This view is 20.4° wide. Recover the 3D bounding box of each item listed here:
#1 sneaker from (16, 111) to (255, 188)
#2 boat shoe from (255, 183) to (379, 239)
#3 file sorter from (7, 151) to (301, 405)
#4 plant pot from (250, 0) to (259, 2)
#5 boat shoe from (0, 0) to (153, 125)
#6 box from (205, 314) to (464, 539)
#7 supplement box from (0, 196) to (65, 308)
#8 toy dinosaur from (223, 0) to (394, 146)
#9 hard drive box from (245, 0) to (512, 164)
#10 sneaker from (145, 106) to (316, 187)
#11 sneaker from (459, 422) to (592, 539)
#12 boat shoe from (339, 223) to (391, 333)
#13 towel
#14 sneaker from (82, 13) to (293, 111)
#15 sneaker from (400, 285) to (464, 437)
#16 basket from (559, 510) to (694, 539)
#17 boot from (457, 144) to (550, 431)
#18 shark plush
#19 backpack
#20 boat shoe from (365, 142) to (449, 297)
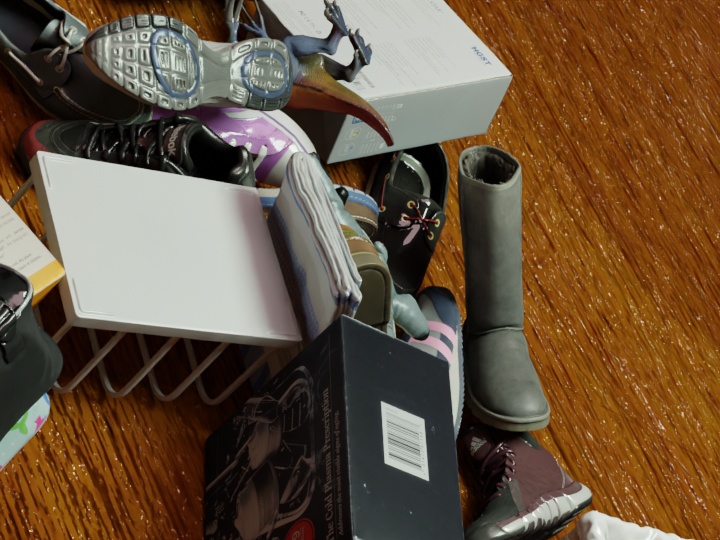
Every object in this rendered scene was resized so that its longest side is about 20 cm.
[{"bbox_3d":[-0.172,-0.089,1.579,0.199,0.098,0.071,16,56,-4],"label":"sneaker"},{"bbox_3d":[-0.065,-0.027,1.697,0.199,0.072,0.073,-1,61,-34],"label":"boat shoe"},{"bbox_3d":[-0.172,0.016,1.491,0.199,0.124,0.139,8,52,-40],"label":"file sorter"},{"bbox_3d":[-0.147,-0.324,1.803,0.174,0.200,0.201,-26,75,-35],"label":"plant pot"},{"bbox_3d":[-0.254,-0.179,1.617,0.200,0.062,0.073,39,80,1],"label":"boat shoe"},{"bbox_3d":[-0.023,0.172,1.448,0.104,0.182,0.201,24,41,-27],"label":"box"},{"bbox_3d":[-0.317,-0.027,1.384,0.200,0.126,0.073,49,37,1],"label":"supplement box"},{"bbox_3d":[-0.089,-0.173,1.722,0.105,0.181,0.201,33,37,-60],"label":"toy dinosaur"},{"bbox_3d":[0.015,-0.189,1.854,0.199,0.077,0.156,-13,51,-37],"label":"hard drive box"},{"bbox_3d":[-0.136,-0.105,1.695,0.200,0.073,0.115,29,42,-8],"label":"sneaker"},{"bbox_3d":[0.109,0.183,1.677,0.116,0.076,0.200,52,25,15],"label":"sneaker"},{"bbox_3d":[-0.016,0.055,1.575,0.072,0.201,0.068,-5,38,-25],"label":"boat shoe"},{"bbox_3d":[-0.055,0.024,1.538,0.024,0.200,0.147,-3,52,-26],"label":"towel"},{"bbox_3d":[-0.148,-0.160,1.614,0.199,0.087,0.075,8,85,-46],"label":"sneaker"},{"bbox_3d":[0.042,0.077,1.706,0.082,0.070,0.200,12,35,-9],"label":"sneaker"},{"bbox_3d":[0.220,0.327,1.569,0.199,0.161,0.199,19,44,-32],"label":"basket"},{"bbox_3d":[0.122,0.014,1.709,0.072,0.201,0.182,-3,28,-17],"label":"boot"},{"bbox_3d":[0.000,0.000,1.633,0.083,0.090,0.201,-37,122,-77],"label":"shark plush"},{"bbox_3d":[-0.305,0.066,1.263,0.199,0.151,0.178,21,54,25],"label":"backpack"},{"bbox_3d":[0.040,-0.047,1.822,0.074,0.063,0.202,33,39,-21],"label":"boat shoe"}]
